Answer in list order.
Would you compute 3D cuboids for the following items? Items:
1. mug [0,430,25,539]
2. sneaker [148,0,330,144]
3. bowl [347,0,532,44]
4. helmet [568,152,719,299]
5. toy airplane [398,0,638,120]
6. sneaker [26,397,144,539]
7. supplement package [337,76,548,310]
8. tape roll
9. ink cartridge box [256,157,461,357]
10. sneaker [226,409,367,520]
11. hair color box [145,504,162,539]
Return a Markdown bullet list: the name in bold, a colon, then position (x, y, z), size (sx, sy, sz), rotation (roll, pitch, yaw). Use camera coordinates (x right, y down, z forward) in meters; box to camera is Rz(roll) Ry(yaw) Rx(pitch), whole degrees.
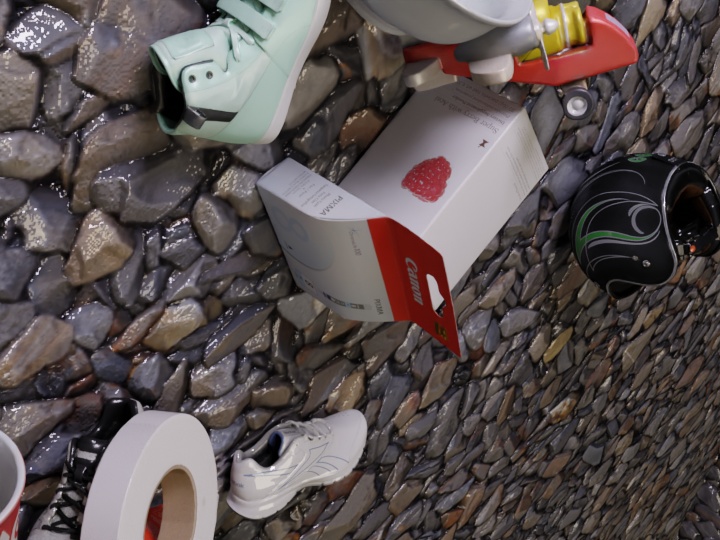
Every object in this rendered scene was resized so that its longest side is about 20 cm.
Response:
- **mug**: position (-0.340, 0.242, 0.745), size (0.178, 0.133, 0.200), rotation (-64, 170, -54)
- **sneaker**: position (-0.095, -0.188, 0.736), size (0.118, 0.074, 0.201), rotation (-9, 125, -46)
- **bowl**: position (0.039, -0.254, 0.777), size (0.201, 0.202, 0.090), rotation (-9, 158, -48)
- **helmet**: position (0.385, -0.062, 1.352), size (0.200, 0.190, 0.201), rotation (4, 84, -38)
- **toy airplane**: position (0.129, -0.225, 0.890), size (0.199, 0.200, 0.142), rotation (-18, 128, -32)
- **sneaker**: position (-0.245, 0.191, 0.849), size (0.200, 0.075, 0.088), rotation (-67, 158, -53)
- **supplement package**: position (0.078, -0.085, 1.003), size (0.200, 0.121, 0.120), rotation (-51, 147, -6)
- **tape roll**: position (-0.183, 0.226, 0.867), size (0.203, 0.037, 0.204), rotation (2, 90, -75)
- **ink cartridge box**: position (0.000, 0.000, 0.906), size (0.047, 0.200, 0.160), rotation (-42, 145, -20)
- **sneaker**: position (-0.067, 0.212, 1.132), size (0.200, 0.074, 0.087), rotation (-27, 133, -37)
- **hair color box**: position (-0.233, 0.298, 0.955), size (0.102, 0.061, 0.200), rotation (-58, 166, 3)
